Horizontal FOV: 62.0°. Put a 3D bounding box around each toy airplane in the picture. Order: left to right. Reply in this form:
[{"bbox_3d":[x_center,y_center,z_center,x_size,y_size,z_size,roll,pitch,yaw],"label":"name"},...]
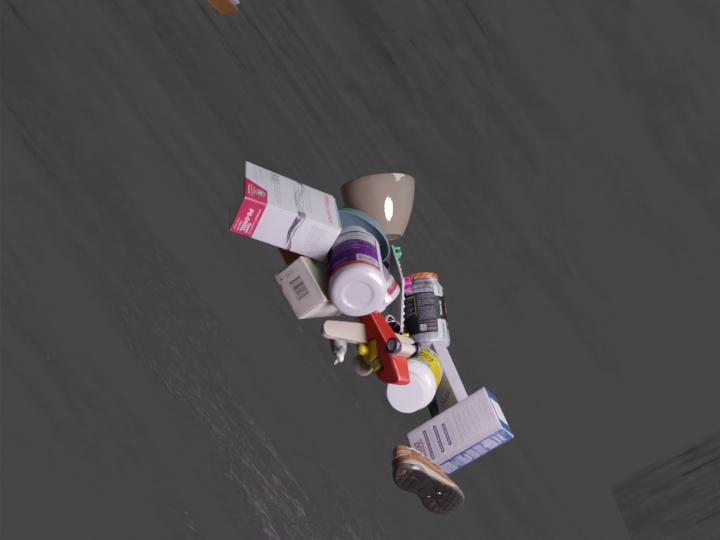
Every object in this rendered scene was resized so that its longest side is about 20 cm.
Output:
[{"bbox_3d":[0.022,0.144,1.204,0.199,0.142,0.199,33,20,2],"label":"toy airplane"}]

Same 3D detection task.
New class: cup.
[{"bbox_3d":[0.053,-0.155,1.569,0.200,0.198,0.145,12,70,-68],"label":"cup"}]

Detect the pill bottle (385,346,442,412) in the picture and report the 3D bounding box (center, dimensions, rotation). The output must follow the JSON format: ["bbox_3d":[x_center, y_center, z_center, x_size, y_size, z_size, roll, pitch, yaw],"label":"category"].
[{"bbox_3d":[0.118,0.244,1.335,0.113,0.112,0.200,56,16,4],"label":"pill bottle"}]

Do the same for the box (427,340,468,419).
[{"bbox_3d":[0.199,0.294,1.451,0.036,0.145,0.201,-1,45,-20],"label":"box"}]

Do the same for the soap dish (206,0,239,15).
[{"bbox_3d":[-0.494,-0.938,1.940,0.200,0.081,0.158,28,32,-59],"label":"soap dish"}]

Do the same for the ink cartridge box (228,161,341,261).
[{"bbox_3d":[-0.149,-0.114,1.176,0.198,0.084,0.146,20,30,-22],"label":"ink cartridge box"}]

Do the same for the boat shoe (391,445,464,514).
[{"bbox_3d":[0.129,0.394,1.142,0.200,0.075,0.074,47,15,-32],"label":"boat shoe"}]

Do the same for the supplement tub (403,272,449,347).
[{"bbox_3d":[0.176,0.115,1.646,0.122,0.121,0.202,27,54,-59],"label":"supplement tub"}]

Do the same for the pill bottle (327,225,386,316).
[{"bbox_3d":[-0.011,-0.008,1.190,0.113,0.112,0.201,47,18,-27],"label":"pill bottle"}]

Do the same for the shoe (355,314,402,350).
[{"bbox_3d":[0.061,0.151,1.389,0.072,0.091,0.200,58,16,9],"label":"shoe"}]

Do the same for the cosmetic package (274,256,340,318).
[{"bbox_3d":[-0.083,0.036,1.229,0.104,0.073,0.200,59,17,12],"label":"cosmetic package"}]

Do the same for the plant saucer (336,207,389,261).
[{"bbox_3d":[-0.012,-0.094,1.504,0.200,0.199,0.036,47,56,-28],"label":"plant saucer"}]

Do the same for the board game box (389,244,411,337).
[{"bbox_3d":[0.104,0.064,1.590,0.201,0.026,0.202,-100,-171,-60],"label":"board game box"}]

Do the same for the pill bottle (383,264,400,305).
[{"bbox_3d":[0.000,0.000,1.476,0.201,0.110,0.111,52,16,-13],"label":"pill bottle"}]

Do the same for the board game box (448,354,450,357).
[{"bbox_3d":[0.191,0.194,1.790,0.201,0.026,0.200,59,15,10],"label":"board game box"}]

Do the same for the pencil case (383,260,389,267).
[{"bbox_3d":[-0.009,-0.070,1.642,0.201,0.085,0.092,56,16,2],"label":"pencil case"}]

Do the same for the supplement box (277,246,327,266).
[{"bbox_3d":[-0.101,-0.034,1.325,0.067,0.068,0.200,59,14,12],"label":"supplement box"}]

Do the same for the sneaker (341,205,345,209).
[{"bbox_3d":[0.005,-0.112,1.790,0.200,0.076,0.114,56,13,-12],"label":"sneaker"}]

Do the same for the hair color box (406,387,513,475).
[{"bbox_3d":[0.201,0.339,1.229,0.060,0.199,0.101,41,21,-40],"label":"hair color box"}]
